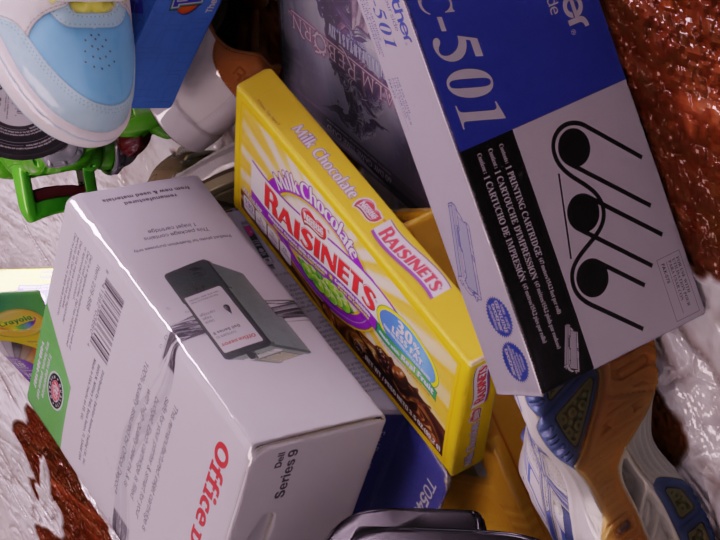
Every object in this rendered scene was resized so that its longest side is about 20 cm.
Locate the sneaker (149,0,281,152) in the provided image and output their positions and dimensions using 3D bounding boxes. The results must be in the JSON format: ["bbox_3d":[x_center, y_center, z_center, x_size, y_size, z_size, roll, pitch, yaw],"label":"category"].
[{"bbox_3d":[-0.093,-0.165,1.333,0.084,0.073,0.201,-35,62,22],"label":"sneaker"}]

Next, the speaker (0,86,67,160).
[{"bbox_3d":[-0.180,-0.149,1.363,0.201,0.081,0.082,-90,-4,-55],"label":"speaker"}]

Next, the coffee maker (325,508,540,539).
[{"bbox_3d":[0.035,0.221,1.190,0.200,0.191,0.135,64,-170,-47],"label":"coffee maker"}]

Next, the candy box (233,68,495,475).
[{"bbox_3d":[0.000,0.000,1.212,0.200,0.026,0.103,50,153,27],"label":"candy box"}]

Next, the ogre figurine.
[{"bbox_3d":[-0.157,-0.088,1.434,0.200,0.119,0.099,27,134,52],"label":"ogre figurine"}]

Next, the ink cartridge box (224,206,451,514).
[{"bbox_3d":[-0.040,0.101,1.318,0.201,0.043,0.197,58,144,33],"label":"ink cartridge box"}]

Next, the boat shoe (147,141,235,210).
[{"bbox_3d":[-0.095,-0.037,1.403,0.200,0.074,0.069,-36,47,51],"label":"boat shoe"}]

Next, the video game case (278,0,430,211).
[{"bbox_3d":[0.002,-0.136,1.207,0.143,0.019,0.201,42,145,40],"label":"video game case"}]

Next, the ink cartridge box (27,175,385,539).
[{"bbox_3d":[-0.085,0.072,1.260,0.200,0.084,0.147,51,138,36],"label":"ink cartridge box"}]

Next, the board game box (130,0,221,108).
[{"bbox_3d":[-0.108,-0.207,1.237,0.152,0.045,0.201,57,134,32],"label":"board game box"}]

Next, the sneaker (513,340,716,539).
[{"bbox_3d":[0.097,0.073,1.139,0.088,0.075,0.201,7,117,61],"label":"sneaker"}]

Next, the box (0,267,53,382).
[{"bbox_3d":[-0.141,0.051,1.451,0.200,0.116,0.049,57,-143,-57],"label":"box"}]

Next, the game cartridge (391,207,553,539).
[{"bbox_3d":[0.032,0.064,1.287,0.176,0.032,0.201,-1,113,66],"label":"game cartridge"}]

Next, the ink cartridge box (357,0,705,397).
[{"bbox_3d":[0.072,-0.056,1.053,0.044,0.094,0.201,-4,108,63],"label":"ink cartridge box"}]

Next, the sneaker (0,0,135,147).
[{"bbox_3d":[-0.135,-0.171,1.176,0.130,0.079,0.201,-36,67,50],"label":"sneaker"}]
